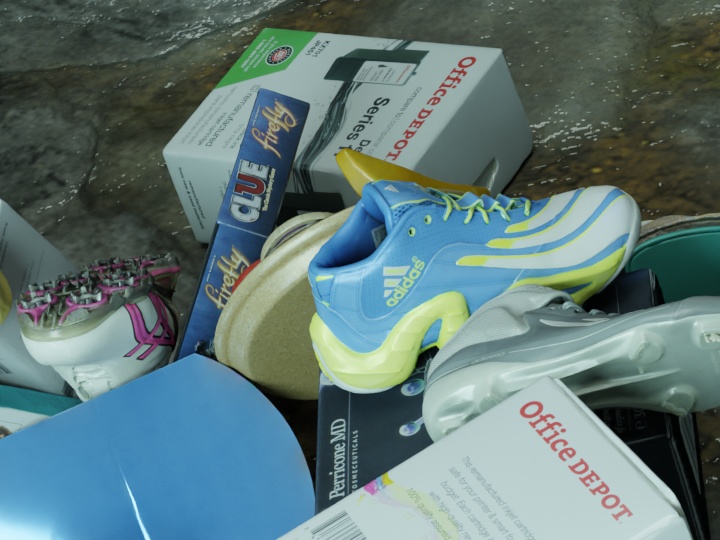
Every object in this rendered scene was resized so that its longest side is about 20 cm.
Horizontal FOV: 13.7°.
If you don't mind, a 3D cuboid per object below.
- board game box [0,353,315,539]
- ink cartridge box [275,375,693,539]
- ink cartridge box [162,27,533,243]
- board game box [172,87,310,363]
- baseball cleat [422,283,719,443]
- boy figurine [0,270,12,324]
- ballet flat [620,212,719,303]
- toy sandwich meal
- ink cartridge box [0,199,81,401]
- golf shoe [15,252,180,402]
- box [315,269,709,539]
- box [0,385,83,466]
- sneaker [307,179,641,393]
[{"bbox_3d":[-0.123,0.148,1.728,0.199,0.159,0.039,-24,-5,-1],"label":"board game box"},{"bbox_3d":[0.053,0.158,1.444,0.199,0.085,0.145,-32,35,-7],"label":"ink cartridge box"},{"bbox_3d":[-0.007,-0.082,1.995,0.199,0.083,0.147,7,44,33],"label":"ink cartridge box"},{"bbox_3d":[-0.082,0.008,1.821,0.034,0.201,0.136,17,39,-3],"label":"board game box"},{"bbox_3d":[0.126,0.035,1.569,0.199,0.070,0.107,-13,36,9],"label":"baseball cleat"},{"bbox_3d":[-0.285,-0.006,1.717,0.199,0.064,0.125,6,72,28],"label":"boy figurine"},{"bbox_3d":[0.155,0.004,1.815,0.199,0.068,0.067,-19,27,-1],"label":"ballet flat"},{"bbox_3d":[0.000,0.000,1.742,0.204,0.205,0.070,-24,60,-5],"label":"toy sandwich meal"},{"bbox_3d":[-0.237,0.037,1.835,0.144,0.200,0.084,0,64,26],"label":"ink cartridge box"},{"bbox_3d":[-0.144,0.042,1.743,0.072,0.093,0.200,-4,4,14],"label":"golf shoe"},{"bbox_3d":[0.084,0.104,1.665,0.199,0.107,0.149,-14,36,10],"label":"box"},{"bbox_3d":[-0.224,0.109,1.746,0.049,0.199,0.083,33,104,48],"label":"box"},{"bbox_3d":[0.059,-0.013,1.634,0.199,0.105,0.076,-29,38,-10],"label":"sneaker"}]
